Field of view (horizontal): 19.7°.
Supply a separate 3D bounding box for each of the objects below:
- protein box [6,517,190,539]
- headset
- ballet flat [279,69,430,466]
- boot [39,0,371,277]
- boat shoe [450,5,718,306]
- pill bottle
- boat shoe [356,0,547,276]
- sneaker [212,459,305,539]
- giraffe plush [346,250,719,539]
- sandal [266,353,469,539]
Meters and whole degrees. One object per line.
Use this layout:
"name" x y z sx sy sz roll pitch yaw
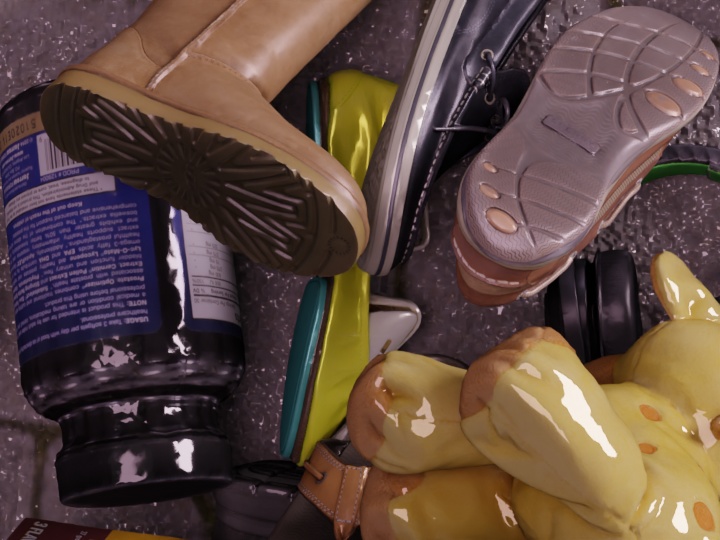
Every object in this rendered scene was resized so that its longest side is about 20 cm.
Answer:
"protein box" -0.091 0.248 0.990 0.198 0.135 0.201 6 112 12
"headset" 0.143 0.039 1.014 0.123 0.094 0.201 23 80 16
"ballet flat" 0.000 0.000 1.041 0.067 0.067 0.201 5 89 -9
"boot" -0.030 -0.104 0.981 0.175 0.200 0.066 29 140 13
"boat shoe" 0.100 -0.056 0.975 0.076 0.200 0.072 38 142 13
"pill bottle" -0.116 0.011 1.024 0.111 0.112 0.201 -10 77 12
"boat shoe" 0.049 -0.084 1.000 0.062 0.075 0.201 24 67 -4
"sneaker" 0.016 0.154 1.037 0.199 0.076 0.091 10 99 22
"giraffe plush" 0.115 0.077 0.896 0.199 0.162 0.173 9 122 33
"sandal" 0.009 0.099 0.976 0.081 0.200 0.055 13 133 22
